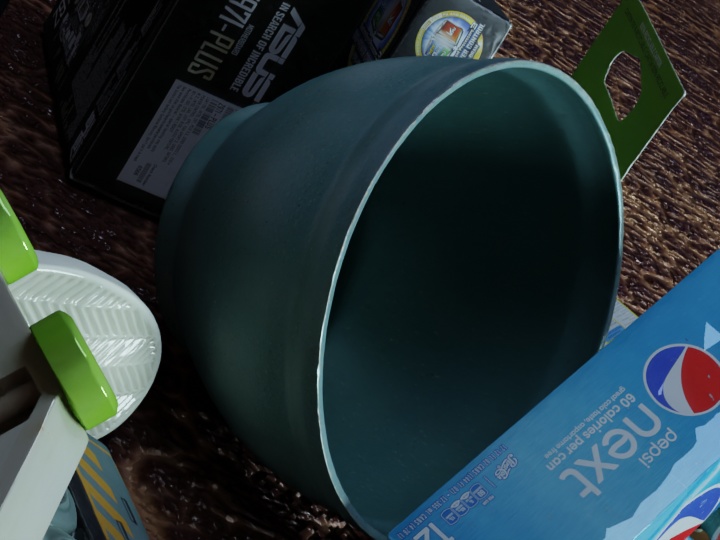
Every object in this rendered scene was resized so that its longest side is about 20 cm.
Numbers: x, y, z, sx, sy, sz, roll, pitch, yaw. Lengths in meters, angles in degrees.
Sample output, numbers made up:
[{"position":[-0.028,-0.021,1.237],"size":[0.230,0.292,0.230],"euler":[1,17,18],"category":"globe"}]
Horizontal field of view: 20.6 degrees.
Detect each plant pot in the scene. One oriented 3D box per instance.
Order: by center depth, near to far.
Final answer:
[{"position":[0.000,0.000,0.824],"size":[0.134,0.201,0.200],"euler":[18,7,38],"category":"plant pot"}]

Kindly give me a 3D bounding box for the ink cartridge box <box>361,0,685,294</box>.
[{"position":[0.059,-0.052,0.966],"size":[0.076,0.200,0.148],"euler":[29,22,-16],"category":"ink cartridge box"}]

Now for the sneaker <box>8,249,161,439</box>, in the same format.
[{"position":[-0.158,0.009,0.703],"size":[0.084,0.075,0.200],"euler":[32,7,40],"category":"sneaker"}]

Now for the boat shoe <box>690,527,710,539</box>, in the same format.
[{"position":[0.192,0.146,0.940],"size":[0.200,0.068,0.072],"euler":[35,21,-3],"category":"boat shoe"}]

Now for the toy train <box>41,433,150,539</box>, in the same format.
[{"position":[-0.101,0.094,0.594],"size":[0.114,0.085,0.200],"euler":[45,6,-44],"category":"toy train"}]

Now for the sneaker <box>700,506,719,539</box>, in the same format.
[{"position":[0.192,0.067,0.917],"size":[0.093,0.070,0.199],"euler":[48,31,17],"category":"sneaker"}]

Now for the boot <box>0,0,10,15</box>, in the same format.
[{"position":[-0.185,-0.126,0.815],"size":[0.073,0.154,0.204],"euler":[34,22,-4],"category":"boot"}]

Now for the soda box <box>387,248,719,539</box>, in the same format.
[{"position":[0.101,0.081,0.787],"size":[0.200,0.064,0.068],"euler":[-38,65,-25],"category":"soda box"}]

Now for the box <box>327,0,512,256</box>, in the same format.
[{"position":[-0.004,-0.094,0.988],"size":[0.044,0.161,0.200],"euler":[27,17,-19],"category":"box"}]

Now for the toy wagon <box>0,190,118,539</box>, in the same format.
[{"position":[-0.141,0.057,0.525],"size":[0.200,0.155,0.040],"euler":[52,-11,44],"category":"toy wagon"}]

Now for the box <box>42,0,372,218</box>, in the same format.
[{"position":[-0.068,-0.147,0.969],"size":[0.086,0.200,0.164],"euler":[22,24,-27],"category":"box"}]

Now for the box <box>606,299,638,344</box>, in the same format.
[{"position":[0.171,0.090,1.054],"size":[0.200,0.048,0.117],"euler":[39,21,14],"category":"box"}]

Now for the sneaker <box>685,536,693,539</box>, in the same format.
[{"position":[0.127,0.148,0.851],"size":[0.200,0.077,0.081],"euler":[50,10,28],"category":"sneaker"}]
